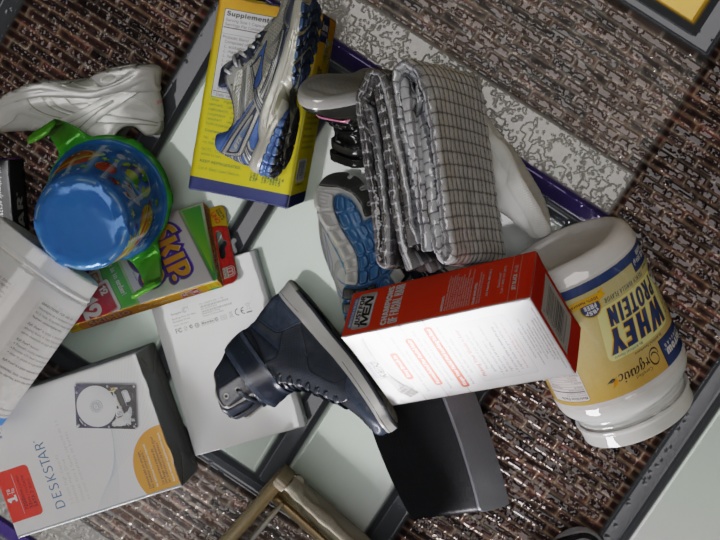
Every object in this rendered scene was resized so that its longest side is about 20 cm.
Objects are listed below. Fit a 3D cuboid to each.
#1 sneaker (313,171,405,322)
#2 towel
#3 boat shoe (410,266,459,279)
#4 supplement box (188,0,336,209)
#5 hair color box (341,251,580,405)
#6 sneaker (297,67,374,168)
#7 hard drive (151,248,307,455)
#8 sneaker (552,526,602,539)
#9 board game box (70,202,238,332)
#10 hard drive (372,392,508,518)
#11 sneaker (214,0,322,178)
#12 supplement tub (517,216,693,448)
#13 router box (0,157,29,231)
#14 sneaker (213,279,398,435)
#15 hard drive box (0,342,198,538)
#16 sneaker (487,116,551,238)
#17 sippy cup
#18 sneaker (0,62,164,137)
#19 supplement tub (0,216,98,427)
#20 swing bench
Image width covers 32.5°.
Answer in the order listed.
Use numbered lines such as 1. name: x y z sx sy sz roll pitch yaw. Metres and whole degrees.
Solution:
1. sneaker: 0.000 0.000 1.310 0.074 0.087 0.201 -13 81 -11
2. towel: 0.069 -0.096 1.199 0.085 0.165 0.202 -9 88 25
3. boat shoe: 0.083 0.029 1.313 0.200 0.071 0.091 37 95 -1
4. supplement box: -0.101 -0.175 1.294 0.108 0.110 0.202 12 98 5
5. hair color box: 0.096 0.058 1.177 0.199 0.064 0.111 -14 130 28
6. sneaker: -0.009 -0.146 1.250 0.070 0.200 0.100 18 108 20
7. hard drive: -0.149 0.091 1.369 0.131 0.026 0.201 -16 94 8
8. sneaker: 0.188 0.366 1.316 0.075 0.115 0.200 41 99 1
9. board game box: -0.236 -0.006 1.352 0.199 0.030 0.096 -16 69 6
10. hard drive: 0.070 0.168 1.315 0.134 0.042 0.201 -16 96 42
11. sneaker: -0.096 -0.196 1.199 0.085 0.077 0.202 16 98 8
12. supplement tub: 0.244 0.063 1.255 0.144 0.145 0.201 -25 104 8
13. router box: -0.446 -0.021 1.378 0.148 0.051 0.202 -3 96 5
14. sneaker: -0.063 0.128 1.289 0.146 0.077 0.202 -42 62 -1
15. hard drive box: -0.303 0.188 1.373 0.199 0.077 0.157 -19 93 8
16. sneaker: 0.121 -0.105 1.301 0.088 0.075 0.201 -37 81 14
17. sippy cup: -0.271 -0.062 1.268 0.177 0.130 0.140 23 106 -4
18. sneaker: -0.305 -0.161 1.337 0.198 0.078 0.100 -9 99 8
19. supplement tub: -0.381 0.060 1.288 0.132 0.132 0.201 36 86 1
20. swing bench: -0.067 0.342 1.340 0.199 0.130 0.200 42 94 1
